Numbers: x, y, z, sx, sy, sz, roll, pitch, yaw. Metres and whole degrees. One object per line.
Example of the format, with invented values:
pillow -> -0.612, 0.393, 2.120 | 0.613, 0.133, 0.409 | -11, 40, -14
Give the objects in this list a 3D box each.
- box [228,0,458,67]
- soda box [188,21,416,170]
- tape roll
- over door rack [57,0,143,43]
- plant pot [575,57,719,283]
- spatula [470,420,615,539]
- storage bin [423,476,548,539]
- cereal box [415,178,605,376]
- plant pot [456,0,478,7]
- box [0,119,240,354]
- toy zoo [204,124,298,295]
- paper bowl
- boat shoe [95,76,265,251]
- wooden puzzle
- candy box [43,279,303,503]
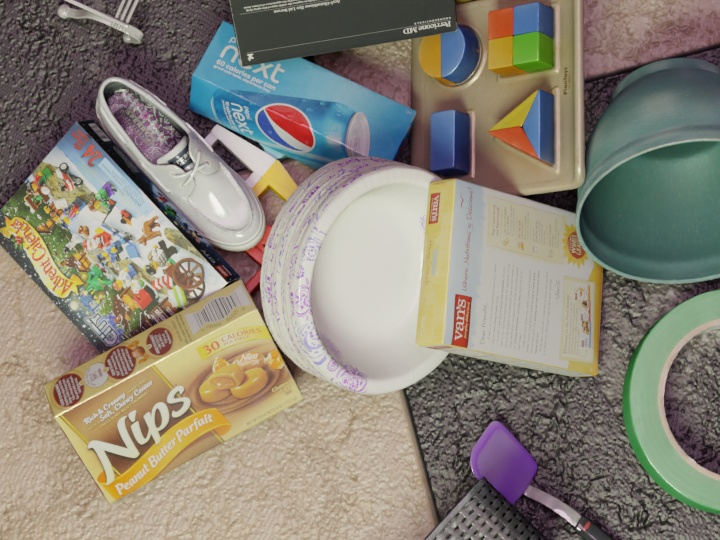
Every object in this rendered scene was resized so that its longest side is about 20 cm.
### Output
box -> -0.021, -0.269, 1.606 | 0.198, 0.142, 0.079 | -9, 45, -1
soda box -> -0.054, -0.146, 1.677 | 0.199, 0.064, 0.068 | 25, 63, 4
tape roll -> 0.337, 0.118, 1.651 | 0.198, 0.048, 0.203 | 0, 80, 0
over door rack -> -0.268, -0.318, 1.702 | 0.199, 0.067, 0.149 | 25, 80, -17
plant pot -> 0.285, -0.102, 1.629 | 0.198, 0.201, 0.135 | -1, 54, 0
spatula -> 0.181, 0.217, 1.643 | 0.200, 0.021, 0.057 | 39, 63, 3
storage bin -> 0.068, 0.284, 1.576 | 0.094, 0.135, 0.200 | 44, 83, 7
cereal box -> 0.135, 0.009, 1.613 | 0.199, 0.039, 0.145 | 14, 77, -40
plant pot -> 0.152, -0.363, 1.654 | 0.194, 0.200, 0.196 | -14, 81, -2
box -> -0.223, -0.016, 1.647 | 0.200, 0.038, 0.137 | 46, 106, 6
toy zoo -> -0.130, -0.041, 1.688 | 0.131, 0.020, 0.200 | 41, 83, 7
paper bowl -> 0.000, 0.000, 1.613 | 0.199, 0.104, 0.203 | -9, 106, -33
boat shoe -> -0.163, -0.100, 1.652 | 0.072, 0.069, 0.200 | -38, 82, -7
wooden puzzle -> 0.113, -0.157, 1.637 | 0.199, 0.046, 0.187 | -8, 77, 40
candy box -> -0.163, 0.107, 1.612 | 0.199, 0.055, 0.116 | -28, 127, -3
